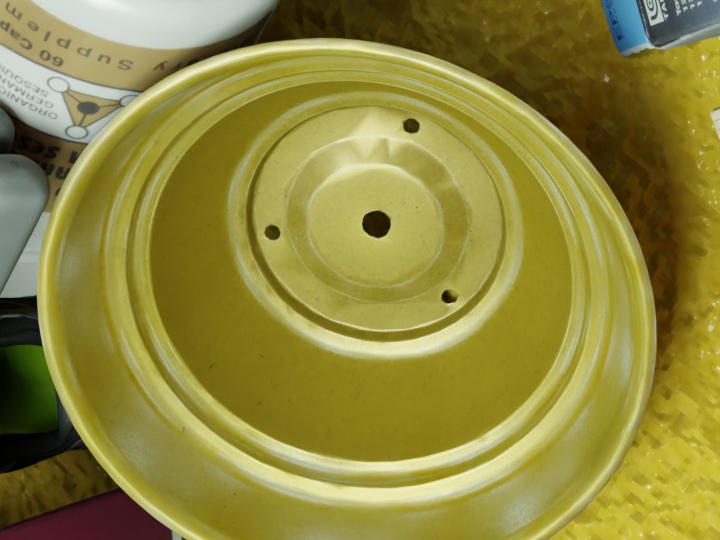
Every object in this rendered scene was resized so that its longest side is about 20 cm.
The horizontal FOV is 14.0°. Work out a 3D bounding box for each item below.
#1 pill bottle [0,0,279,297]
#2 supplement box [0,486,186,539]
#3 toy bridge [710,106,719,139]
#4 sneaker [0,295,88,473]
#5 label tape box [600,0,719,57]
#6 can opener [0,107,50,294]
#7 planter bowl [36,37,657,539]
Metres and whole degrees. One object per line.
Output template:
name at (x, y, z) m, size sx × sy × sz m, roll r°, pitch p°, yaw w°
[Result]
pill bottle at (-0.101, -0.077, 0.995) m, size 0.114 × 0.114 × 0.200 m, roll 54°, pitch 144°, yaw 14°
supplement box at (-0.109, 0.142, 1.014) m, size 0.086 × 0.200 × 0.110 m, roll -24°, pitch 86°, yaw 33°
toy bridge at (0.198, -0.050, 0.878) m, size 0.200 × 0.027 × 0.067 m, roll -22°, pitch 87°, yaw 35°
sneaker at (-0.160, 0.042, 1.102) m, size 0.199 × 0.083 × 0.071 m, roll -5°, pitch 96°, yaw 35°
label tape box at (0.119, -0.148, 0.874) m, size 0.200 × 0.066 × 0.143 m, roll 167°, pitch 90°, yaw -76°
can opener at (-0.144, 0.029, 0.984) m, size 0.053 × 0.067 × 0.200 m, roll 55°, pitch 130°, yaw 32°
planter bowl at (0.000, 0.000, 0.967) m, size 0.200 × 0.083 × 0.201 m, roll 4°, pitch 119°, yaw 7°
